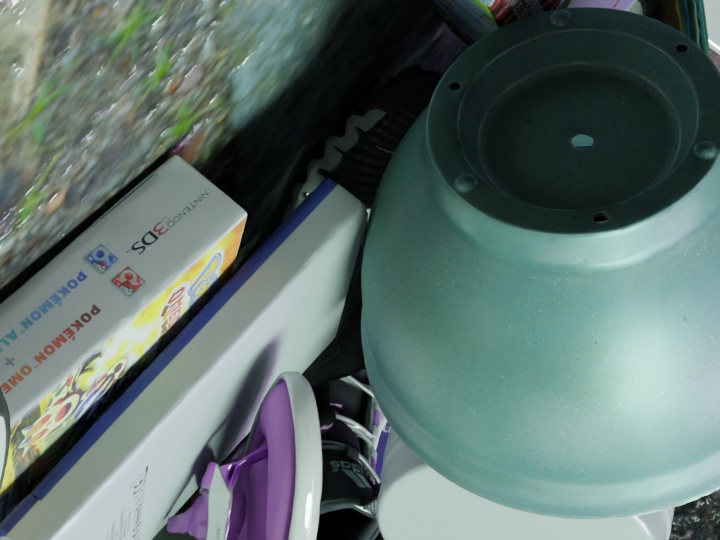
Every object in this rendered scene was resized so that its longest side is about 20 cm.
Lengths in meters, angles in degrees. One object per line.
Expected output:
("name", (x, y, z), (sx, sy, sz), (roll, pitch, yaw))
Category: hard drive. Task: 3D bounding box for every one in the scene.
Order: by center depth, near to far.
("hard drive", (-0.075, 0.064, 0.980), (0.200, 0.025, 0.132), (-48, 168, -25))

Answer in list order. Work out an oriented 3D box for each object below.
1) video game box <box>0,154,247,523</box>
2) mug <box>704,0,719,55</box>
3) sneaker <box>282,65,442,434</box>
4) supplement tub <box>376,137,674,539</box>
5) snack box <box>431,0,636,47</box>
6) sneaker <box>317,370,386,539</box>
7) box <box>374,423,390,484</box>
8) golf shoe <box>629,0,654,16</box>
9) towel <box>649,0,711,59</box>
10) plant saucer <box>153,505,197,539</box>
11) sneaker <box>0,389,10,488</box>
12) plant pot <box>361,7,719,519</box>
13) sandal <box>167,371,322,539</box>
("video game box", (-0.131, 0.070, 0.961), (0.182, 0.047, 0.200), (-46, 167, -31))
("mug", (0.251, -0.216, 1.279), (0.200, 0.148, 0.175), (44, 71, -48))
("sneaker", (0.000, 0.000, 1.104), (0.200, 0.090, 0.066), (-56, 167, 22))
("supplement tub", (0.089, 0.041, 1.083), (0.132, 0.132, 0.200), (112, -4, -53))
("snack box", (0.099, -0.170, 1.017), (0.169, 0.068, 0.200), (-49, 168, 0))
("sneaker", (-0.009, 0.091, 1.167), (0.140, 0.078, 0.200), (-6, -115, 68))
("box", (0.028, 0.135, 1.298), (0.104, 0.148, 0.200), (62, 40, -76))
("golf shoe", (0.075, -0.070, 1.196), (0.200, 0.078, 0.094), (-58, 163, 17))
("towel", (0.155, -0.094, 1.225), (0.147, 0.022, 0.200), (106, -17, -61))
("plant saucer", (-0.129, 0.189, 1.286), (0.200, 0.050, 0.200), (-47, 166, -15))
("sneaker", (-0.198, 0.107, 0.769), (0.201, 0.076, 0.115), (-50, 169, 8))
("plant pot", (0.091, -0.020, 0.961), (0.200, 0.200, 0.134), (-45, 148, -24))
("sandal", (-0.057, 0.119, 1.013), (0.050, 0.083, 0.203), (-1, 142, -18))
